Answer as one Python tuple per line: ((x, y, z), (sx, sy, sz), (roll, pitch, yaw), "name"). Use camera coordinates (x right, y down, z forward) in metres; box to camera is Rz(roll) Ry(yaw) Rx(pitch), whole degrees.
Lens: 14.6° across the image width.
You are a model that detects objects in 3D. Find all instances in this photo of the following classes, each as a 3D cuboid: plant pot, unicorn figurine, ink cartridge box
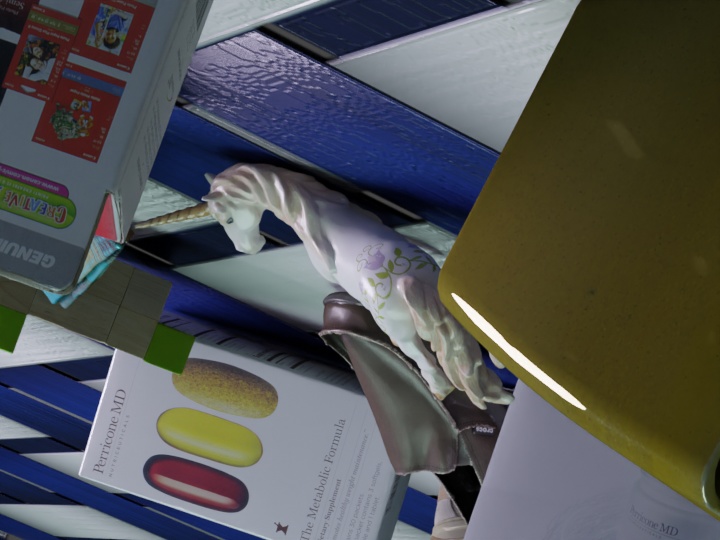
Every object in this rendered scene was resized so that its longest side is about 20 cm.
((0.151, -0.002, 1.041), (0.176, 0.201, 0.200), (23, 172, 43), "plant pot")
((0.000, 0.000, 1.463), (0.199, 0.074, 0.137), (15, 158, 48), "unicorn figurine")
((-0.176, -0.091, 1.141), (0.199, 0.177, 0.084), (19, 166, 2), "ink cartridge box")

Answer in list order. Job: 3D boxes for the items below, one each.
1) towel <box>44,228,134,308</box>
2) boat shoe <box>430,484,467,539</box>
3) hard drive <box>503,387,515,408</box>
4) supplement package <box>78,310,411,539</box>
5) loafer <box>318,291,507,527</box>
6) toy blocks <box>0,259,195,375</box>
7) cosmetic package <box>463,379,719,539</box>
((-0.199, -0.046, 1.569), (0.147, 0.022, 0.200), (43, 163, -5), "towel")
((0.143, 0.160, 1.907), (0.199, 0.065, 0.072), (-8, 147, 23), "boat shoe")
((0.175, 0.126, 1.778), (0.199, 0.038, 0.140), (11, 164, 29), "hard drive")
((-0.067, 0.109, 1.835), (0.199, 0.114, 0.110), (17, -176, 7), "supplement package")
((0.044, 0.091, 1.687), (0.200, 0.071, 0.073), (45, 157, -19), "loafer")
((-0.199, 0.003, 1.743), (0.199, 0.101, 0.137), (21, 178, -7), "toy blocks")
((0.171, 0.168, 1.604), (0.198, 0.201, 0.123), (12, 162, 26), "cosmetic package")
